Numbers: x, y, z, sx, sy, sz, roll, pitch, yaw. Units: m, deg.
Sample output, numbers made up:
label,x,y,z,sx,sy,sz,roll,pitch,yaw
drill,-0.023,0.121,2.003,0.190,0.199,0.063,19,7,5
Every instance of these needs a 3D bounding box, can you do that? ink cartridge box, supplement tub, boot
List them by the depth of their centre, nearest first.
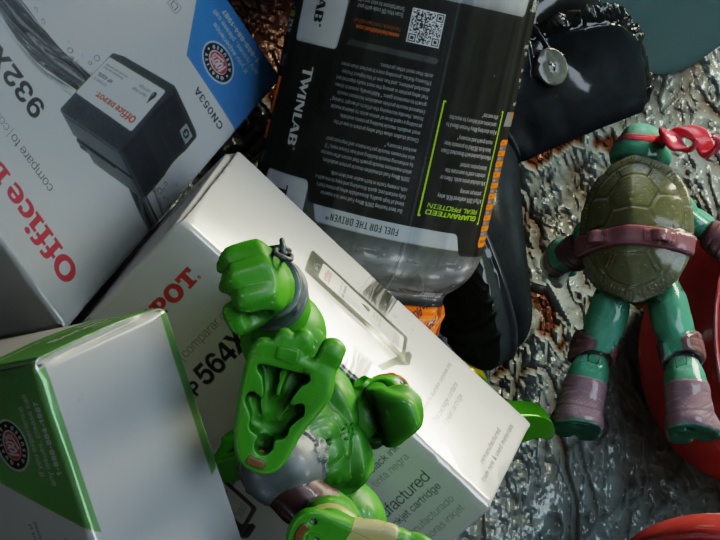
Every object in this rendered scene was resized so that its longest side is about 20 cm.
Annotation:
label,x,y,z,sx,sy,sz,roll,pitch,yaw
ink cartridge box,-0.158,0.107,1.271,0.084,0.199,0.147,-25,101,-45
ink cartridge box,-0.043,0.067,1.373,0.200,0.146,0.084,42,33,-6
ink cartridge box,-0.152,-0.083,1.386,0.145,0.083,0.200,56,50,-23
supplement tub,0.014,-0.071,1.428,0.122,0.122,0.201,8,97,-42
boot,0.095,-0.066,1.552,0.167,0.076,0.201,-23,91,-26

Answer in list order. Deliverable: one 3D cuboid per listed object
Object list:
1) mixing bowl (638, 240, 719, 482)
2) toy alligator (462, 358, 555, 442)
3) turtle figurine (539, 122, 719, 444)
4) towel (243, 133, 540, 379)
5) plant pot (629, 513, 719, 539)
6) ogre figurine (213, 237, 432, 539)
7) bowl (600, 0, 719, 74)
label,x,y,z,sx,sy,sz,roll,pitch,yaw
mixing bowl,0.239,0.054,1.717,0.199,0.108,0.201,10,75,-42
toy alligator,0.022,0.071,1.517,0.199,0.059,0.054,22,112,-39
turtle figurine,0.159,-0.006,1.598,0.101,0.149,0.201,30,61,-55
towel,0.000,0.000,1.559,0.192,0.034,0.201,-42,114,-36
plant pot,0.212,0.252,1.597,0.200,0.200,0.183,44,52,-29
ogre figurine,-0.022,0.077,1.248,0.098,0.120,0.200,-35,101,5
bowl,0.206,-0.229,1.737,0.200,0.105,0.202,10,75,-41
